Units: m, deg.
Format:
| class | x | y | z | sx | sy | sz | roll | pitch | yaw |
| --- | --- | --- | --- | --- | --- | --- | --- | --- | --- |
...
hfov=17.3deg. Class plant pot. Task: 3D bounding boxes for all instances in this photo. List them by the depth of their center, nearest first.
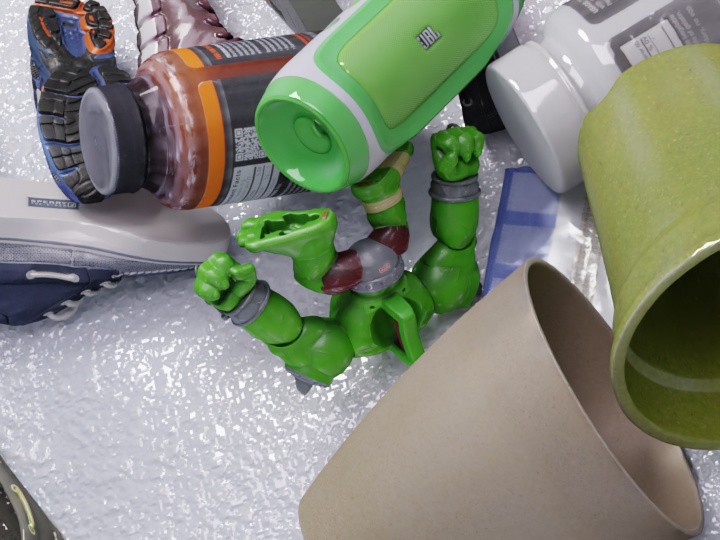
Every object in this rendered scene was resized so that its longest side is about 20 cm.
| class | x | y | z | sx | sy | sz | roll | pitch | yaw |
| --- | --- | --- | --- | --- | --- | --- | --- | --- | --- |
| plant pot | 0.216 | -0.029 | 1.396 | 0.200 | 0.200 | 0.184 | -23 | 48 | 5 |
| plant pot | 0.069 | 0.122 | 1.401 | 0.200 | 0.187 | 0.187 | -32 | 57 | 16 |

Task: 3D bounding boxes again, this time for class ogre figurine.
| class | x | y | z | sx | sy | sz | roll | pitch | yaw |
| --- | --- | --- | --- | --- | --- | --- | --- | --- | --- |
| ogre figurine | 0.000 | 0.000 | 1.495 | 0.098 | 0.120 | 0.200 | 12 | 42 | 45 |

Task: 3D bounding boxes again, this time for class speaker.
| class | x | y | z | sx | sy | sz | roll | pitch | yaw |
| --- | --- | --- | --- | --- | --- | --- | --- | --- | --- |
| speaker | 0.021 | -0.134 | 1.487 | 0.088 | 0.089 | 0.200 | 23 | 51 | 27 |

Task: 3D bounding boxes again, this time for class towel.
| class | x | y | z | sx | sy | sz | roll | pitch | yaw |
| --- | --- | --- | --- | --- | --- | --- | --- | --- | --- |
| towel | 0.177 | -0.001 | 1.505 | 0.200 | 0.024 | 0.147 | 3 | 65 | 20 |

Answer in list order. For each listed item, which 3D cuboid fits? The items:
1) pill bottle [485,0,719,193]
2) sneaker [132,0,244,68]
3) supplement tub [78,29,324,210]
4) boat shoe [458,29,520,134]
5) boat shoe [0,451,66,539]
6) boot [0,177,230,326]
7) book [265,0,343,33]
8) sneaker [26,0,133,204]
| class | x | y | z | sx | sy | sz | roll | pitch | yaw |
| --- | --- | --- | --- | --- | --- | --- | --- | --- | --- |
| pill bottle | 0.188 | -0.139 | 1.512 | 0.200 | 0.114 | 0.114 | -30 | 58 | -6 |
| sneaker | -0.097 | -0.163 | 1.659 | 0.115 | 0.076 | 0.200 | -6 | 72 | 9 |
| supplement tub | -0.079 | -0.098 | 1.544 | 0.200 | 0.107 | 0.107 | -9 | 55 | -24 |
| boat shoe | 0.062 | -0.175 | 1.613 | 0.066 | 0.070 | 0.200 | -24 | 66 | 3 |
| boat shoe | -0.267 | 0.138 | 1.556 | 0.072 | 0.060 | 0.202 | -45 | 59 | -8 |
| boot | -0.192 | -0.007 | 1.610 | 0.200 | 0.090 | 0.073 | 8 | 32 | -4 |
| book | -0.087 | -0.251 | 1.657 | 0.048 | 0.134 | 0.200 | -36 | 59 | -2 |
| sneaker | -0.190 | -0.108 | 1.634 | 0.075 | 0.079 | 0.200 | -2 | 40 | -9 |
